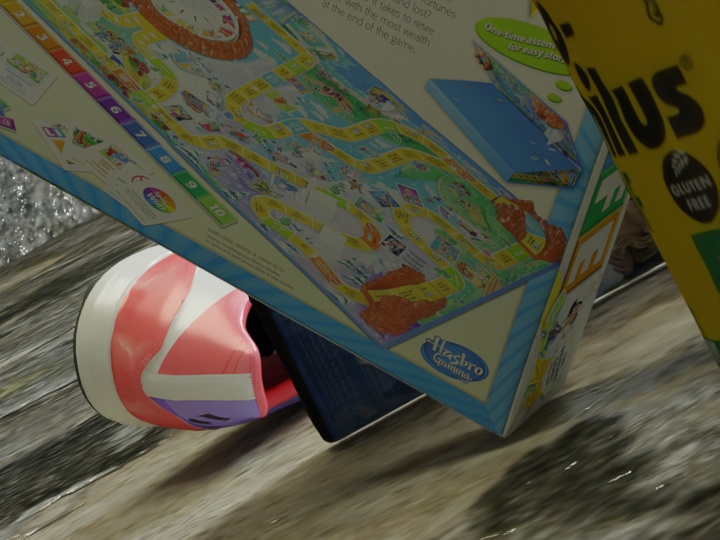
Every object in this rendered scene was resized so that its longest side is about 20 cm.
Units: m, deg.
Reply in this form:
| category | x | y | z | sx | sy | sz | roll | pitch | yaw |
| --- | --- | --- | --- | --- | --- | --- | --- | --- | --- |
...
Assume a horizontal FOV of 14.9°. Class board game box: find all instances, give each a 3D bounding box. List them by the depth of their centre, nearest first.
| category | x | y | z | sx | sy | sz | roll | pitch | yaw |
| --- | --- | --- | --- | --- | --- | --- | --- | --- | --- |
| board game box | -0.025 | -0.067 | 0.637 | 0.034 | 0.199 | 0.135 | -35 | -32 | -53 |

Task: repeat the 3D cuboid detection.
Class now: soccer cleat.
| category | x | y | z | sx | sy | sz | roll | pitch | yaw |
| --- | --- | --- | --- | --- | --- | --- | --- | --- | --- |
| soccer cleat | 0.000 | 0.000 | 0.872 | 0.073 | 0.069 | 0.200 | 10 | 26 | 39 |

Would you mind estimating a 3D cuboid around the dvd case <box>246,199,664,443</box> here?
| category | x | y | z | sx | sy | sz | roll | pitch | yaw |
| --- | --- | --- | --- | --- | --- | --- | --- | --- | --- |
| dvd case | 0.048 | -0.060 | 0.725 | 0.199 | 0.143 | 0.018 | -28 | 23 | -4 |

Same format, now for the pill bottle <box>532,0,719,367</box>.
| category | x | y | z | sx | sy | sz | roll | pitch | yaw |
| --- | --- | --- | --- | --- | --- | --- | --- | --- | --- |
| pill bottle | 0.075 | -0.081 | 0.476 | 0.112 | 0.201 | 0.113 | -27 | 6 | 3 |
